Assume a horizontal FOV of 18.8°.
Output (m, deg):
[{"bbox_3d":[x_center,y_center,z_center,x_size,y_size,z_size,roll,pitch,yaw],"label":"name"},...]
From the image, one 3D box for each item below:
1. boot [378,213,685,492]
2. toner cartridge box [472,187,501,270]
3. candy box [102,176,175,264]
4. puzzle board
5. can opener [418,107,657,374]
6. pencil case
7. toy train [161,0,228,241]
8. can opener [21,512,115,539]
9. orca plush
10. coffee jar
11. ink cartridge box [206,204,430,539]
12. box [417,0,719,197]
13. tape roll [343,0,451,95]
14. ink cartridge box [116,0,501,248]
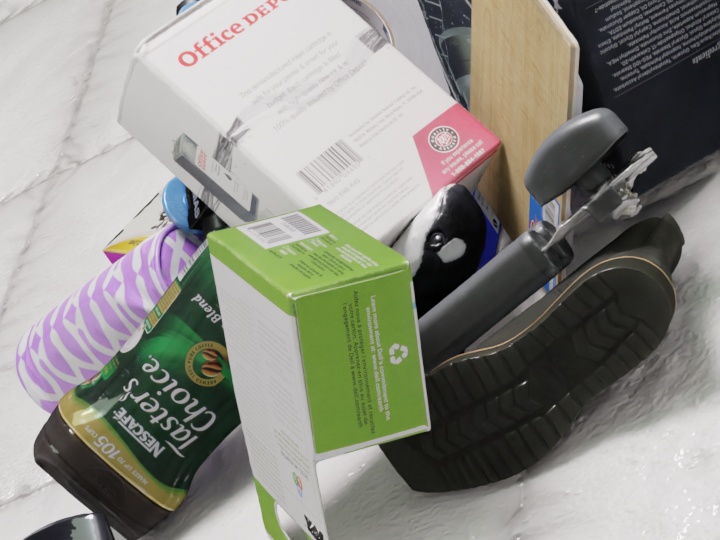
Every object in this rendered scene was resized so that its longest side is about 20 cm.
[{"bbox_3d":[0.111,0.048,1.285,0.200,0.078,0.138,-32,7,23],"label":"boot"},{"bbox_3d":[0.000,0.000,1.499,0.200,0.043,0.095,-21,29,26],"label":"toner cartridge box"},{"bbox_3d":[-0.087,-0.057,1.675,0.136,0.061,0.200,6,48,52],"label":"candy box"},{"bbox_3d":[0.103,-0.097,1.350,0.017,0.200,0.151,-14,42,-14],"label":"puzzle board"},{"bbox_3d":[0.097,-0.016,1.292,0.200,0.066,0.053,-46,-8,24],"label":"can opener"},{"bbox_3d":[-0.166,0.041,1.533,0.200,0.084,0.086,-36,58,42],"label":"pencil case"},{"bbox_3d":[-0.079,-0.101,1.499,0.087,0.114,0.200,-49,43,50],"label":"toy train"},{"bbox_3d":[-0.217,0.225,1.371,0.200,0.063,0.079,-33,52,27],"label":"can opener"},{"bbox_3d":[0.029,0.040,1.372,0.200,0.071,0.105,-51,-14,15],"label":"orca plush"},{"bbox_3d":[-0.117,0.075,1.411,0.200,0.104,0.085,-48,12,4],"label":"coffee jar"},{"bbox_3d":[-0.019,0.079,1.262,0.076,0.200,0.148,-15,20,-18],"label":"ink cartridge box"},{"bbox_3d":[0.140,-0.172,1.427,0.124,0.197,0.200,-31,23,-21],"label":"box"},{"bbox_3d":[-0.030,-0.150,1.614,0.200,0.200,0.066,-48,-13,-24],"label":"tape roll"},{"bbox_3d":[-0.036,-0.090,1.393,0.146,0.200,0.085,-39,-14,-33],"label":"ink cartridge box"}]
